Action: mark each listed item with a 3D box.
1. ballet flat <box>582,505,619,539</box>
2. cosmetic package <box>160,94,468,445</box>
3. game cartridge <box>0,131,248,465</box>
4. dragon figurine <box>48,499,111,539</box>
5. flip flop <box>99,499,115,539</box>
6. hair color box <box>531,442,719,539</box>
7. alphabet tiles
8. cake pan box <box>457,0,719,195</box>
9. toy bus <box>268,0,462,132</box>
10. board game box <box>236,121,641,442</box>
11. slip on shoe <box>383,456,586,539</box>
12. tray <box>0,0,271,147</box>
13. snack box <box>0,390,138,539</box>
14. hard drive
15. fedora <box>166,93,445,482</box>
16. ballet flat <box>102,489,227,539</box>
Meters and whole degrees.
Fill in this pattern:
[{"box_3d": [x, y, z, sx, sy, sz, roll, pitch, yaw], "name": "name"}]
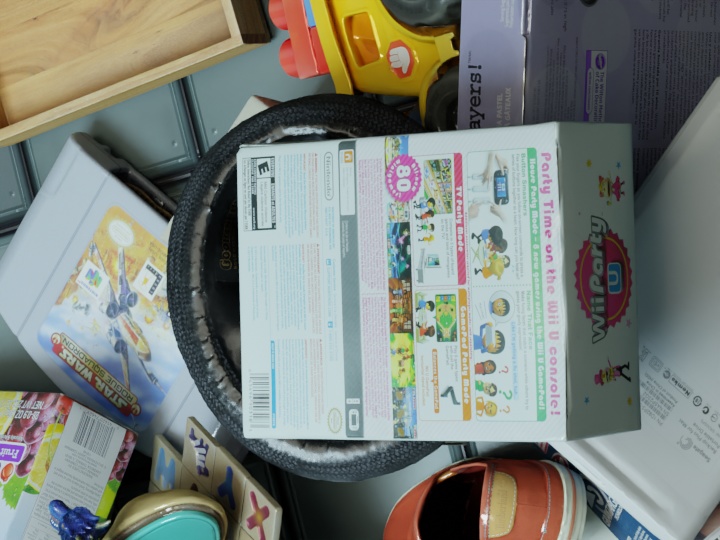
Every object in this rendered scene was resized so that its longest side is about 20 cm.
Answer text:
[{"box_3d": [0.100, 0.179, 1.545, 0.200, 0.069, 0.069, -45, 74, 21], "name": "ballet flat"}, {"box_3d": [0.000, 0.000, 1.558, 0.200, 0.073, 0.104, 35, 99, 19], "name": "cosmetic package"}, {"box_3d": [-0.130, 0.028, 1.668, 0.200, 0.042, 0.133, 39, 108, 20], "name": "game cartridge"}, {"box_3d": [-0.115, 0.215, 1.545, 0.200, 0.059, 0.099, 43, 149, 7], "name": "dragon figurine"}, {"box_3d": [-0.211, 0.201, 1.699, 0.057, 0.081, 0.200, 24, 108, -20], "name": "flip flop"}, {"box_3d": [0.181, 0.111, 1.460, 0.100, 0.061, 0.200, -38, 72, -16], "name": "hair color box"}, {"box_3d": [-0.084, 0.192, 1.617, 0.166, 0.006, 0.200, 42, 134, 43], "name": "alphabet tiles"}, {"box_3d": [0.126, -0.091, 1.421, 0.052, 0.184, 0.200, 7, 98, 46], "name": "cake pan box"}, {"box_3d": [0.039, -0.119, 1.512, 0.192, 0.136, 0.200, -15, 91, 43], "name": "toy bus"}, {"box_3d": [0.034, 0.007, 1.341, 0.200, 0.064, 0.148, -1, 90, 41], "name": "board game box"}, {"box_3d": [0.054, 0.134, 1.517, 0.200, 0.061, 0.074, 160, 118, -66], "name": "slip on shoe"}, {"box_3d": [-0.154, -0.150, 1.662, 0.200, 0.037, 0.099, -18, 86, 29], "name": "tray"}, {"box_3d": [-0.233, 0.172, 1.643, 0.169, 0.068, 0.200, -2, 64, 51], "name": "snack box"}, {"box_3d": [0.171, 0.021, 1.403, 0.200, 0.132, 0.026, -54, 24, -12], "name": "hard drive"}, {"box_3d": [-0.004, 0.009, 1.471, 0.200, 0.092, 0.201, 0, 90, 19], "name": "fedora"}, {"box_3d": [-0.129, 0.168, 1.618, 0.200, 0.069, 0.063, 121, 152, -46], "name": "ballet flat"}]
